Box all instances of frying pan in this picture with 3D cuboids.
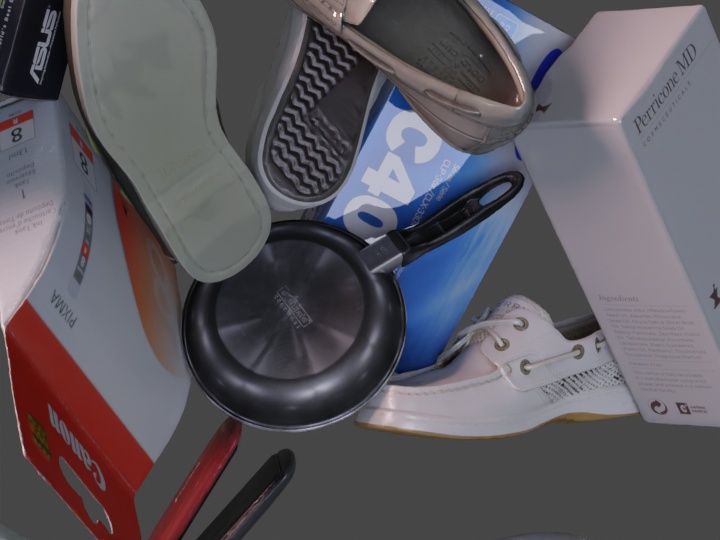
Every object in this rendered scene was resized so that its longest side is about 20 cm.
[{"bbox_3d":[0.002,0.016,1.158,0.189,0.031,0.115,-13,66,0],"label":"frying pan"}]

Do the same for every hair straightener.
[{"bbox_3d":[-0.091,0.179,1.244,0.077,0.041,0.200,31,95,-16],"label":"hair straightener"}]

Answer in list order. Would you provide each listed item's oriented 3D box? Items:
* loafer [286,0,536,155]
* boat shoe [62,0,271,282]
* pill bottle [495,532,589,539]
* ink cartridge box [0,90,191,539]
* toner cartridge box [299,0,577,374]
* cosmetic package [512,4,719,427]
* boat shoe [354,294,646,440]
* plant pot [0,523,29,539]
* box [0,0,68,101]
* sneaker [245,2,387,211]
[{"bbox_3d":[0.008,-0.139,1.105,0.200,0.070,0.070,42,76,-2],"label":"loafer"},{"bbox_3d":[-0.100,-0.080,1.095,0.072,0.060,0.202,-34,136,-14],"label":"boat shoe"},{"bbox_3d":[0.104,0.255,1.262,0.115,0.116,0.201,-18,105,-7],"label":"pill bottle"},{"bbox_3d":[-0.121,0.035,1.096,0.050,0.201,0.162,-21,142,6],"label":"ink cartridge box"},{"bbox_3d":[0.036,-0.050,1.218,0.095,0.043,0.201,26,96,-18],"label":"toner cartridge box"},{"bbox_3d":[0.162,-0.026,1.193,0.102,0.071,0.200,-52,127,-35],"label":"cosmetic package"},{"bbox_3d":[0.077,0.047,1.213,0.199,0.071,0.070,-7,101,-41],"label":"boat shoe"},{"bbox_3d":[-0.183,0.214,1.080,0.196,0.200,0.196,32,62,-17],"label":"plant pot"},{"bbox_3d":[-0.185,-0.198,1.088,0.049,0.161,0.201,4,107,-56],"label":"box"},{"bbox_3d":[-0.012,-0.124,1.181,0.073,0.085,0.201,28,79,-11],"label":"sneaker"}]
